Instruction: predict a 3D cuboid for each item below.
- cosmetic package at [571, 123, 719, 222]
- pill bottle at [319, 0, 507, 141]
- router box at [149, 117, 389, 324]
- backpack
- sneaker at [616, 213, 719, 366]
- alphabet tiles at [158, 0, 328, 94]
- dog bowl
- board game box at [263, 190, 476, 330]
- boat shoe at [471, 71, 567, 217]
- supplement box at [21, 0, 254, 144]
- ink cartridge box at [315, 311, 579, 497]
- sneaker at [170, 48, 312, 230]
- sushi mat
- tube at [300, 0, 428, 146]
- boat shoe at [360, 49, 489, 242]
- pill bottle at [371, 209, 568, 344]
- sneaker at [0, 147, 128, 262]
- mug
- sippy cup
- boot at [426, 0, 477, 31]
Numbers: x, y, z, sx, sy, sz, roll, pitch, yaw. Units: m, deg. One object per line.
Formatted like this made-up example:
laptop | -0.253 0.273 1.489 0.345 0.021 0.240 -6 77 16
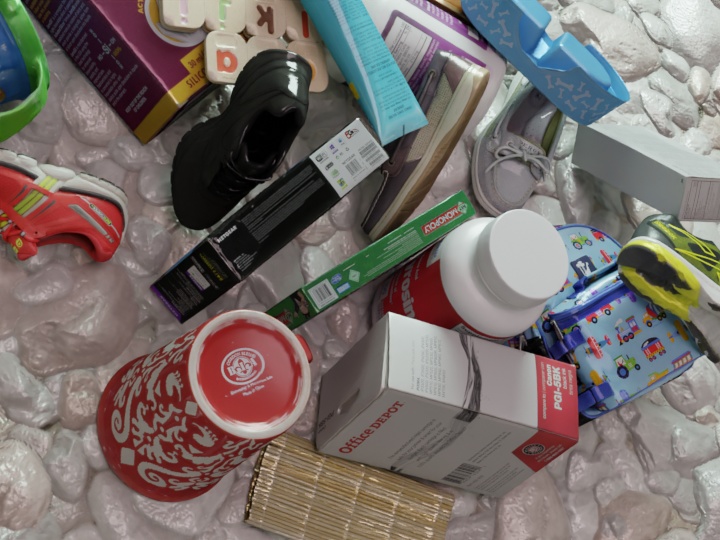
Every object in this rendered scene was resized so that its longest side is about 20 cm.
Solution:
cosmetic package | 0.300 -0.099 1.774 0.082 0.200 0.051 3 108 -26
pill bottle | 0.034 -0.217 1.723 0.199 0.112 0.113 29 63 -16
router box | -0.083 -0.043 1.584 0.200 0.149 0.051 -41 94 -31
backpack | 0.215 0.040 1.717 0.182 0.134 0.201 -20 80 -31
sneaker | 0.335 0.017 1.668 0.200 0.074 0.085 40 49 -13
alphabet tiles | -0.091 -0.257 1.609 0.199 0.015 0.197 3 72 -27
dog bowl | 0.179 -0.222 1.739 0.200 0.050 0.112 43 22 -3
board game box | 0.000 0.000 1.620 0.200 0.135 0.029 -32 88 -31
boat shoe | 0.172 -0.143 1.794 0.074 0.065 0.203 34 61 -13
supplement box | -0.203 -0.241 1.615 0.200 0.103 0.131 49 60 -4
ink cartridge box | 0.078 0.125 1.606 0.199 0.147 0.083 17 55 -22
sneaker | -0.110 -0.103 1.560 0.076 0.200 0.091 20 36 -23
sushi mat | -0.008 0.218 1.614 0.199 0.012 0.096 22 65 -19
tube | -0.007 -0.212 1.603 0.077 0.050 0.201 -30 91 -44
boat shoe | 0.051 -0.120 1.678 0.065 0.201 0.072 35 23 10
pill bottle | 0.102 0.020 1.622 0.112 0.200 0.113 12 64 -26
sneaker | -0.297 -0.053 1.525 0.199 0.077 0.085 13 75 -21
mug | -0.121 0.094 1.489 0.133 0.200 0.178 36 61 -11
sippy cup | -0.357 -0.185 1.511 0.130 0.178 0.140 -30 117 -20
boot | 0.066 -0.321 1.805 0.199 0.077 0.156 25 60 -9
